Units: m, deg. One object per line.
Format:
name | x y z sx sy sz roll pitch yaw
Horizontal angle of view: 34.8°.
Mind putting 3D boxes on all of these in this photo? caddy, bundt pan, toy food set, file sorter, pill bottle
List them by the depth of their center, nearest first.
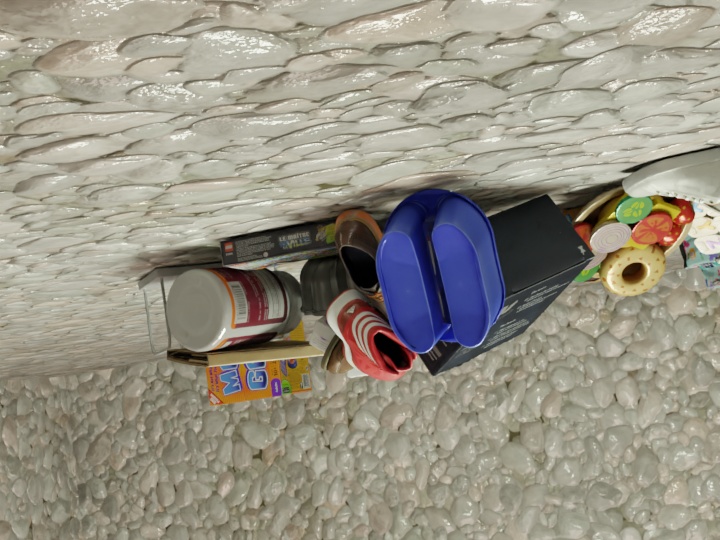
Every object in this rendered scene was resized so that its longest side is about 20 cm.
caddy | 0.098 0.003 1.397 0.139 0.203 0.105 -7 -160 20
toy food set | 0.378 -0.048 1.626 0.196 0.049 0.201 14 133 -29
pill bottle | -0.174 0.051 1.652 0.113 0.116 0.199 -12 175 33
bundt pan | 0.000 0.000 1.661 0.199 0.077 0.202 -14 -171 2
file sorter | -0.232 0.059 1.802 0.197 0.126 0.139 -5 173 -23

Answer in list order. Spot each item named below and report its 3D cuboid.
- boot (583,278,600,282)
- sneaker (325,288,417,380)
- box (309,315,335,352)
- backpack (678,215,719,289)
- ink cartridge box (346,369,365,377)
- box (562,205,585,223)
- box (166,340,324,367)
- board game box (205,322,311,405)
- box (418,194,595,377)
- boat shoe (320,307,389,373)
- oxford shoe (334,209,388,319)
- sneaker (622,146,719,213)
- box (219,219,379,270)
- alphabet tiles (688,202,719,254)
boot | 0.334 -0.034 1.771 0.165 0.073 0.199 10 166 -30
sneaker | 0.031 0.115 1.482 0.078 0.116 0.200 -44 142 -1
box | -0.008 0.069 1.665 0.041 0.039 0.200 27 -155 18
backpack | 0.601 -0.064 1.768 0.176 0.152 0.200 -21 172 -30
ink cartridge box | 0.002 0.067 1.845 0.114 0.203 0.067 -5 174 -24
box | 0.399 -0.087 1.759 0.198 0.042 0.118 -11 174 44
box | -0.165 0.120 1.690 0.198 0.022 0.163 -4 180 -30
board game box | -0.259 0.221 2.877 0.197 0.203 0.200 -10 174 19
box | 0.177 0.020 1.561 0.195 0.118 0.200 -21 158 -39
boat shoe | 0.024 0.091 1.600 0.200 0.068 0.073 -38 154 -45
oxford shoe | 0.023 0.019 1.474 0.071 0.201 0.073 -23 -149 24
sneaker | 0.421 -0.103 1.433 0.198 0.086 0.072 -12 175 39
box | -0.079 -0.036 1.557 0.197 0.035 0.110 -10 175 14
alphabet tiles | 0.544 -0.075 1.614 0.194 0.015 0.200 -13 133 40
